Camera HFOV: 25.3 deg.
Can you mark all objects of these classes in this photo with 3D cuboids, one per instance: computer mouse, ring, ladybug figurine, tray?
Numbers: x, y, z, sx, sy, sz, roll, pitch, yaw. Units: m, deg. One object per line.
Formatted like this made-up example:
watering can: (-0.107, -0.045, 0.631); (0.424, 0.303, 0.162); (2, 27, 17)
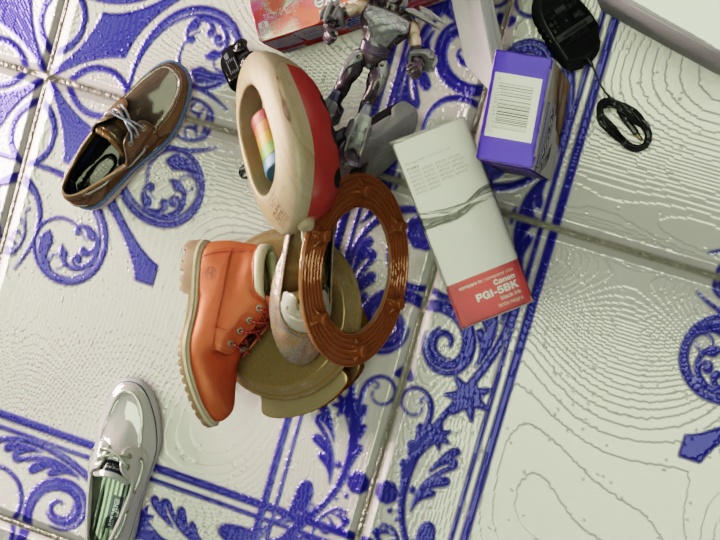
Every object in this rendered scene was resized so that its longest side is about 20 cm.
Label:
computer mouse: (0.243, -0.211, 1.699); (0.058, 0.034, 0.201); (-30, 89, -18)
ring: (0.000, 0.000, 1.669); (0.019, 0.200, 0.203); (7, 92, 33)
ladybug figurine: (-0.069, -0.126, 1.592); (0.071, 0.136, 0.202); (-5, 65, -23)
tray: (0.115, -0.283, 1.645); (0.022, 0.108, 0.201); (-20, 122, -6)

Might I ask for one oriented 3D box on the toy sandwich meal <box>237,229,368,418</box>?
toy sandwich meal: (-0.073, 0.055, 1.754); (0.203, 0.070, 0.208); (-2, 84, 22)

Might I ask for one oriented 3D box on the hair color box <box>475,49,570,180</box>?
hair color box: (0.167, -0.154, 1.626); (0.064, 0.200, 0.111); (11, 93, 10)

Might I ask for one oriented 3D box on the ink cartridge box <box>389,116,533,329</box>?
ink cartridge box: (0.105, -0.052, 1.658); (0.082, 0.147, 0.202); (-21, 92, 4)

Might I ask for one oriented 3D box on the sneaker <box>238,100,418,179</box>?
sneaker: (-0.040, -0.138, 1.736); (0.200, 0.076, 0.114); (-39, 65, -6)

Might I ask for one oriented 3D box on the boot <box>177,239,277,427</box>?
boot: (-0.135, 0.065, 1.703); (0.106, 0.075, 0.202); (-2, 83, 17)

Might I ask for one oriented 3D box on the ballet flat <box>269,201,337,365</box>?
ballet flat: (-0.057, 0.002, 1.657); (0.067, 0.067, 0.202); (2, 97, -10)

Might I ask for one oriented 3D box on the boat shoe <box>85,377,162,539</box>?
boat shoe: (-0.268, 0.222, 1.794); (0.073, 0.067, 0.202); (5, 92, 12)

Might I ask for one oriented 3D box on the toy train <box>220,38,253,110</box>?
toy train: (-0.113, -0.177, 1.723); (0.046, 0.034, 0.201); (-30, 49, 6)

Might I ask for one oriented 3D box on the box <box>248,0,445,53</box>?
box: (-0.017, -0.311, 1.717); (0.198, 0.100, 0.096); (-16, 87, 13)

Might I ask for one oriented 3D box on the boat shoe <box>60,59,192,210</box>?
boat shoe: (-0.260, -0.148, 1.786); (0.072, 0.072, 0.201); (37, 98, 9)

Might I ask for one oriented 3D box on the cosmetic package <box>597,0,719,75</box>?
cosmetic package: (0.339, -0.306, 1.587); (0.165, 0.200, 0.168); (31, 98, 10)

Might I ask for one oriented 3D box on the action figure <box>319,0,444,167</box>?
action figure: (0.010, -0.212, 1.643); (0.129, 0.069, 0.202); (24, 101, 7)
